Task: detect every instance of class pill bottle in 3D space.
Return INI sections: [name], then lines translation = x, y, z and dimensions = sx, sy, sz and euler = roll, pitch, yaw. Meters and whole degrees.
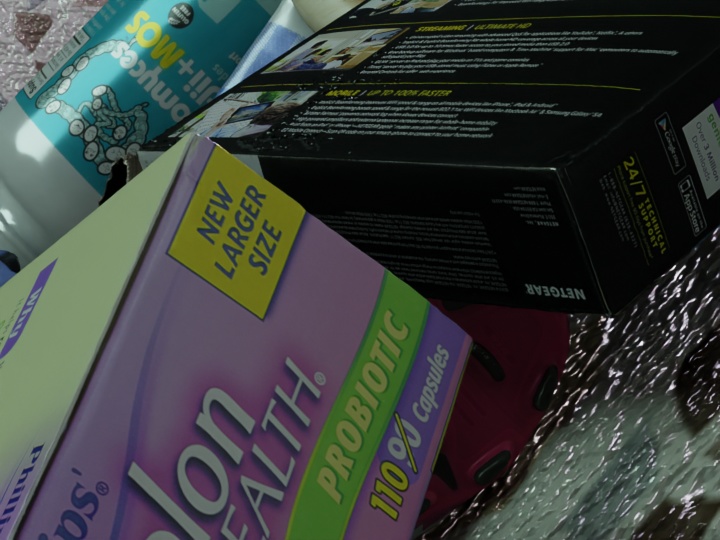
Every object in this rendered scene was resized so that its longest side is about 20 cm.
[pill bottle]
translation = -0.088, -0.066, 0.932
dimensions = 0.200, 0.111, 0.111
euler = -46, 14, 1

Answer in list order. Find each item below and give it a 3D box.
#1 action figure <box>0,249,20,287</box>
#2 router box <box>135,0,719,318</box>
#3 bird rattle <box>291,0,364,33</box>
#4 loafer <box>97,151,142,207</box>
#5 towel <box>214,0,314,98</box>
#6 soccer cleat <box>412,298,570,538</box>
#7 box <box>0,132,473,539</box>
[action figure]
translation = -0.181, 0.083, 0.824
dimensions = 0.200, 0.193, 0.105
euler = -31, -39, -43
[router box]
translation = 0.045, -0.050, 0.657
dimensions = 0.149, 0.051, 0.199
euler = -37, 26, -31
[bird rattle]
translation = 0.041, -0.151, 0.811
dimensions = 0.164, 0.199, 0.113
euler = -62, -25, 9
[loafer]
translation = -0.100, 0.036, 0.753
dimensions = 0.073, 0.071, 0.201
euler = -46, 17, 46
[towel]
translation = 0.050, -0.119, 0.848
dimensions = 0.201, 0.146, 0.024
euler = -56, -21, -13
[soccer cleat]
translation = -0.017, 0.071, 0.665
dimensions = 0.200, 0.070, 0.086
euler = -48, 15, -1
[box]
translation = -0.085, 0.092, 0.546
dimensions = 0.200, 0.096, 0.177
euler = -34, 28, 46
